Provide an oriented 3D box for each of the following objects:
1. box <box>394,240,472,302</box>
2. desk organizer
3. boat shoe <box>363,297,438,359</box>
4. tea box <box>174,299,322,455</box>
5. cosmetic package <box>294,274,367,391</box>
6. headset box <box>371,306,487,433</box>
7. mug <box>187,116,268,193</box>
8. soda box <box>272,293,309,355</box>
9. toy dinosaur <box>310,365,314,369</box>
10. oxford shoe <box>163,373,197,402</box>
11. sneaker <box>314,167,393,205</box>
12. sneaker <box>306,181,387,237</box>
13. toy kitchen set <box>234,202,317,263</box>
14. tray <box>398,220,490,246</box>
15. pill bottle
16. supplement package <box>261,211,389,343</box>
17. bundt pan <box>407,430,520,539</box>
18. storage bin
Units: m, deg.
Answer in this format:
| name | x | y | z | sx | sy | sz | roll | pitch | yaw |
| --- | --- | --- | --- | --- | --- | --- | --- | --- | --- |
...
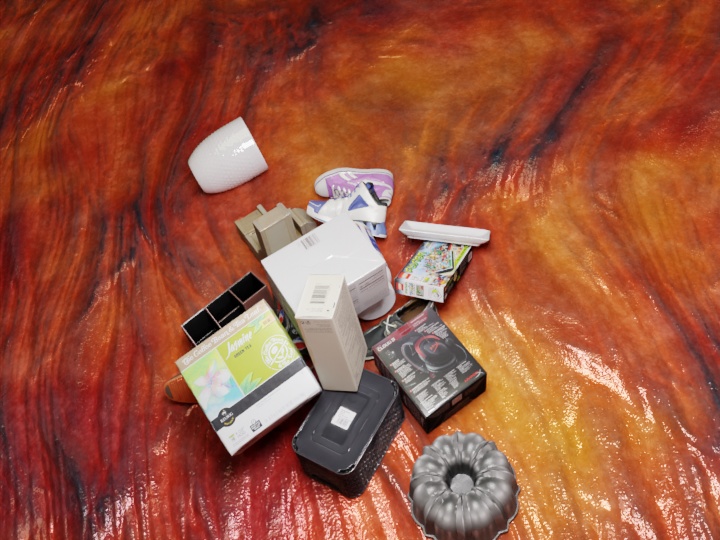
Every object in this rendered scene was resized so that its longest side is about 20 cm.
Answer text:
| name | x | y | z | sx | sy | sz | roll | pitch | yaw |
| --- | --- | --- | --- | --- | --- | --- | --- | --- | --- |
| box | 0.156 | -0.005 | 1.608 | 0.107 | 0.036 | 0.200 | 10 | 31 | 22 |
| desk organizer | -0.282 | 0.099 | 1.652 | 0.199 | 0.078 | 0.071 | -40 | 51 | -20 |
| boat shoe | 0.066 | 0.112 | 1.558 | 0.196 | 0.068 | 0.072 | -27 | 50 | -7 |
| tea box | -0.200 | 0.197 | 1.417 | 0.198 | 0.134 | 0.199 | -35 | 81 | -6 |
| cosmetic package | -0.048 | 0.113 | 1.370 | 0.071 | 0.203 | 0.105 | 1 | 45 | 17 |
| headset box | 0.124 | 0.179 | 1.460 | 0.147 | 0.076 | 0.201 | -32 | 58 | -14 |
| mug | -0.348 | -0.287 | 1.977 | 0.173 | 0.150 | 0.200 | -30 | 18 | -3 |
| soda box | -0.137 | 0.082 | 1.603 | 0.069 | 0.064 | 0.202 | 12 | 34 | -21 |
| toy dinosaur | -0.058 | 0.111 | 1.580 | 0.059 | 0.106 | 0.204 | 20 | 57 | -19 |
| oxford shoe | -0.307 | 0.214 | 1.578 | 0.195 | 0.073 | 0.073 | -15 | 27 | -4 |
| sneaker | -0.019 | -0.183 | 1.833 | 0.195 | 0.073 | 0.117 | -5 | 52 | 11 |
| sneaker | -0.017 | -0.152 | 1.767 | 0.195 | 0.080 | 0.118 | 15 | 94 | 19 |
| toy kitchen set | -0.188 | -0.125 | 1.750 | 0.161 | 0.183 | 0.200 | -32 | 53 | -16 |
| tray | 0.185 | -0.080 | 1.683 | 0.194 | 0.023 | 0.107 | 7 | 14 | 10 |
| pill bottle | 0.000 | 0.000 | 1.637 | 0.113 | 0.117 | 0.202 | -21 | 47 | -4 |
| supplement package | -0.067 | 0.014 | 1.494 | 0.197 | 0.112 | 0.157 | -30 | 56 | -14 |
| bundt pan | 0.171 | 0.362 | 1.307 | 0.196 | 0.077 | 0.205 | -8 | 48 | 9 |
| storage bin | -0.019 | 0.290 | 1.407 | 0.133 | 0.095 | 0.202 | 18 | 55 | 27 |
